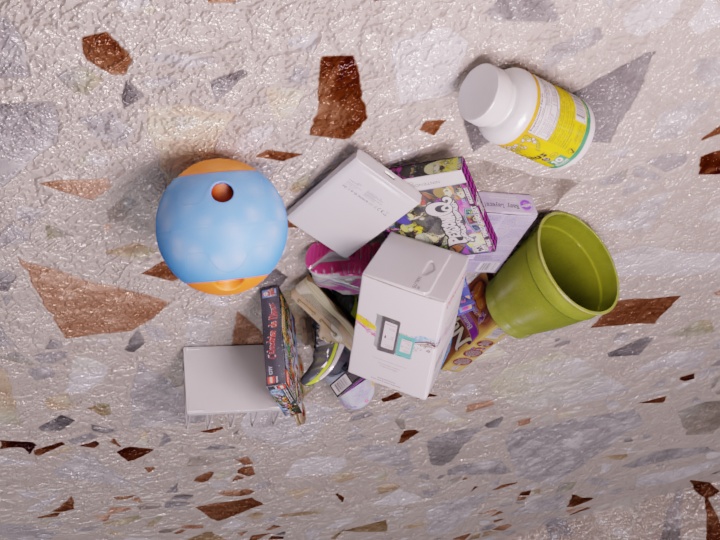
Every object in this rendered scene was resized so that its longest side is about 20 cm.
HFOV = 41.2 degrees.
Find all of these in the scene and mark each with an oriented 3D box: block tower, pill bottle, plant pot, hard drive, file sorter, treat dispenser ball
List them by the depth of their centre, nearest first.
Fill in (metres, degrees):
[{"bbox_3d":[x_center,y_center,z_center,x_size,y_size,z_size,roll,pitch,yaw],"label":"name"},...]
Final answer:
[{"bbox_3d":[0.241,-0.228,1.401,0.198,0.114,0.113,16,140,-36],"label":"pill bottle"},{"bbox_3d":[-0.207,-0.065,1.436,0.197,0.204,0.202,-8,148,-5],"label":"treat dispenser ball"},{"bbox_3d":[-0.013,-0.103,1.544,0.131,0.027,0.199,33,139,-22],"label":"hard drive"},{"bbox_3d":[0.336,0.029,1.759,0.198,0.204,0.193,12,146,-32],"label":"plant pot"},{"bbox_3d":[-0.017,0.109,1.902,0.196,0.055,0.058,-13,148,4],"label":"block tower"},{"bbox_3d":[-0.265,0.245,1.963,0.196,0.141,0.125,0,150,-16],"label":"file sorter"}]

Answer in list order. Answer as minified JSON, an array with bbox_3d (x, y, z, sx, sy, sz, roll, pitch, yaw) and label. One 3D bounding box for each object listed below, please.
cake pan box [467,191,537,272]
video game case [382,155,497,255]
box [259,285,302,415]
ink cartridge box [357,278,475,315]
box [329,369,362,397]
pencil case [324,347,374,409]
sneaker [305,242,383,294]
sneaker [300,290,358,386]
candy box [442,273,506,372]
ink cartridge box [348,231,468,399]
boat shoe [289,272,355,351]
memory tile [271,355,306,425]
[{"bbox_3d":[0.194,-0.066,1.699,0.196,0.053,0.185,1,148,-18],"label":"cake pan box"},{"bbox_3d":[0.113,-0.094,1.569,0.178,0.036,0.201,-6,139,23],"label":"video game case"},{"bbox_3d":[-0.147,0.150,1.788,0.037,0.203,0.137,-10,149,5],"label":"box"},{"bbox_3d":[0.113,0.061,1.754,0.198,0.078,0.135,-17,178,40],"label":"ink cartridge box"},{"bbox_3d":[0.039,0.176,1.938,0.143,0.036,0.199,-43,169,32],"label":"box"},{"bbox_3d":[-0.030,0.223,2.051,0.091,0.083,0.201,-50,150,-16],"label":"pencil case"},{"bbox_3d":[0.000,0.000,1.712,0.196,0.083,0.089,9,154,1],"label":"sneaker"},{"bbox_3d":[-0.066,0.126,1.830,0.080,0.202,0.074,31,174,-8],"label":"sneaker"},{"bbox_3d":[0.222,0.104,1.907,0.056,0.118,0.200,9,142,-30],"label":"candy box"},{"bbox_3d":[0.079,0.072,1.580,0.144,0.147,0.203,18,125,13],"label":"ink cartridge box"},{"bbox_3d":[-0.050,0.100,1.767,0.065,0.201,0.072,-39,-175,8],"label":"boat shoe"},{"bbox_3d":[-0.146,0.213,1.932,0.016,0.156,0.201,-10,150,11],"label":"memory tile"}]
